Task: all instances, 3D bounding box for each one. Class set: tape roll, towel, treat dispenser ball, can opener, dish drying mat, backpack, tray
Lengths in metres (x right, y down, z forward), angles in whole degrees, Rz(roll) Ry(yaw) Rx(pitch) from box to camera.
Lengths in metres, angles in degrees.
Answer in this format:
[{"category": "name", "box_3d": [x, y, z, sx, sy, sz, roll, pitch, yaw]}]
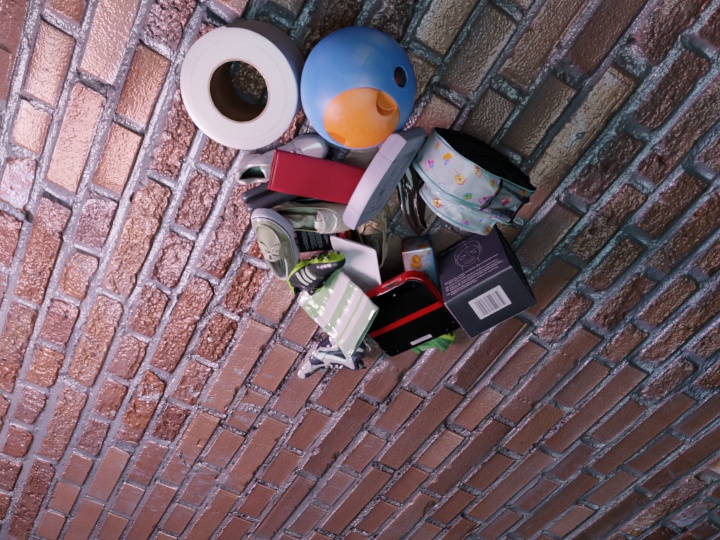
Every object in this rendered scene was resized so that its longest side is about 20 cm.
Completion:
[{"category": "tape roll", "box_3d": [-0.202, -0.334, 0.950, 0.202, 0.139, 0.204, 1, 120, 2]}, {"category": "towel", "box_3d": [-0.056, 0.076, 1.167, 0.200, 0.023, 0.153, 45, 123, 29]}, {"category": "treat dispenser ball", "box_3d": [-0.004, -0.313, 0.916, 0.200, 0.201, 0.202, 1, 120, 2]}, {"category": "can opener", "box_3d": [-0.133, -0.161, 1.044, 0.199, 0.053, 0.067, -24, 161, -13]}, {"category": "dish drying mat", "box_3d": [-0.077, -0.176, 1.016, 0.199, 0.018, 0.077, 7, 109, -27]}, {"category": "backpack", "box_3d": [0.193, -0.170, 0.981, 0.199, 0.176, 0.153, 22, 118, -36]}, {"category": "tray", "box_3d": [0.000, 0.000, 1.146, 0.107, 0.022, 0.200, 18, 146, 22]}]

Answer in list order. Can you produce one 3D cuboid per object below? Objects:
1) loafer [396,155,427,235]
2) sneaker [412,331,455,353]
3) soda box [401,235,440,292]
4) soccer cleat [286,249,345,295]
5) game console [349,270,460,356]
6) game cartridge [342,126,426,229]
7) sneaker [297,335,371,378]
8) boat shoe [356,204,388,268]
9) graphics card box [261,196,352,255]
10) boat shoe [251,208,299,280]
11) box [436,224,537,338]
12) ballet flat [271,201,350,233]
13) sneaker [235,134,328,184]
[{"category": "loafer", "box_3d": [0.110, -0.164, 1.066, 0.071, 0.073, 0.201, -12, 118, 12]}, {"category": "sneaker", "box_3d": [0.122, 0.155, 1.247, 0.199, 0.074, 0.084, 12, 116, -4]}, {"category": "soda box", "box_3d": [0.139, 0.026, 1.179, 0.068, 0.064, 0.201, -9, 119, 8]}, {"category": "soccer cleat", "box_3d": [-0.092, 0.008, 1.137, 0.200, 0.067, 0.081, -12, 100, 49]}, {"category": "game console", "box_3d": [0.093, 0.097, 1.155, 0.199, 0.031, 0.177, -28, 119, 28]}, {"category": "game cartridge", "box_3d": [0.041, -0.169, 0.970, 0.040, 0.133, 0.200, 37, 122, 6]}, {"category": "sneaker", "box_3d": [-0.054, 0.220, 1.288, 0.129, 0.080, 0.199, 39, 104, -8]}, {"category": "boat shoe", "box_3d": [0.025, -0.099, 1.113, 0.071, 0.065, 0.201, -10, 119, 9]}, {"category": "graphics card box", "box_3d": [-0.123, -0.102, 1.128, 0.199, 0.051, 0.126, -7, 119, 6]}, {"category": "boat shoe", "box_3d": [-0.165, -0.048, 1.047, 0.072, 0.062, 0.200, 4, 152, 14]}, {"category": "box", "box_3d": [0.251, 0.014, 1.087, 0.148, 0.200, 0.107, -31, 114, 20]}, {"category": "ballet flat", "box_3d": [-0.102, -0.101, 1.061, 0.199, 0.070, 0.070, 3, 120, 1]}, {"category": "sneaker", "box_3d": [-0.157, -0.210, 1.053, 0.199, 0.080, 0.071, -17, 115, 11]}]
